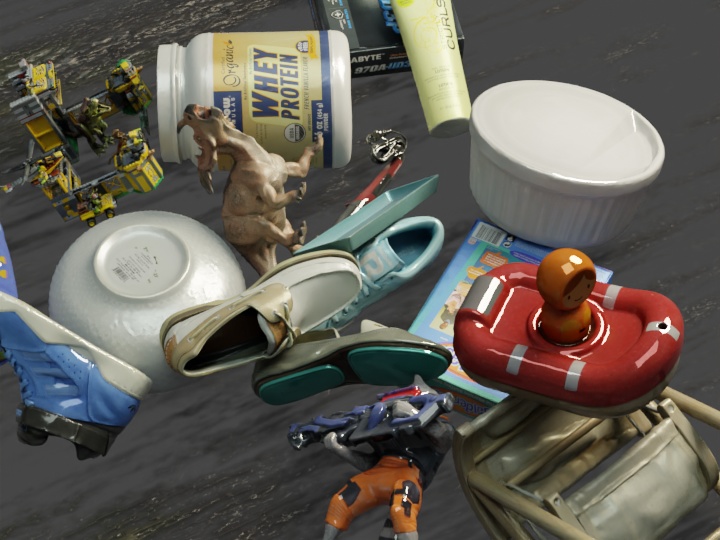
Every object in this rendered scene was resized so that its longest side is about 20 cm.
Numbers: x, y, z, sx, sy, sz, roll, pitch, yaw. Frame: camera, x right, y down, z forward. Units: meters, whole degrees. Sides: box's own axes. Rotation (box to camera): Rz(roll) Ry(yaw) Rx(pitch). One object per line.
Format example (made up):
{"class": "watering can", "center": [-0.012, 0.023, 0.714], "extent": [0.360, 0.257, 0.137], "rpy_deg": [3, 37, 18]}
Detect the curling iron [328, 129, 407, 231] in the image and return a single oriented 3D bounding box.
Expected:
{"class": "curling iron", "center": [-0.007, -0.074, 1.681], "extent": [0.050, 0.026, 0.201], "rpy_deg": [42, 57, -15]}

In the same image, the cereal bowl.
{"class": "cereal bowl", "center": [-0.208, 0.016, 1.572], "extent": [0.198, 0.084, 0.201], "rpy_deg": [1, 51, -1]}

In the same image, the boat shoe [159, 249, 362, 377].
{"class": "boat shoe", "center": [-0.085, 0.048, 1.488], "extent": [0.199, 0.075, 0.068], "rpy_deg": [-25, 30, -5]}

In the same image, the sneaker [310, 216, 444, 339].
{"class": "sneaker", "center": [0.000, 0.000, 1.578], "extent": [0.199, 0.082, 0.074], "rpy_deg": [-36, 80, -26]}

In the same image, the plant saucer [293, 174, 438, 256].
{"class": "plant saucer", "center": [0.011, -0.050, 1.599], "extent": [0.070, 0.019, 0.200], "rpy_deg": [-17, 10, 34]}

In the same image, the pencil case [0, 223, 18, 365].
{"class": "pencil case", "center": [-0.385, 0.003, 1.579], "extent": [0.086, 0.078, 0.201], "rpy_deg": [13, 41, -35]}

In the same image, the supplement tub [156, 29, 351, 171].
{"class": "supplement tub", "center": [-0.110, -0.177, 1.690], "extent": [0.198, 0.145, 0.145], "rpy_deg": [-2, 51, -3]}

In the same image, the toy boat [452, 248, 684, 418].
{"class": "toy boat", "center": [0.178, 0.037, 1.381], "extent": [0.198, 0.131, 0.131], "rpy_deg": [14, 48, 20]}

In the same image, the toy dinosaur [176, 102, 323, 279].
{"class": "toy dinosaur", "center": [-0.111, -0.069, 1.596], "extent": [0.134, 0.202, 0.086], "rpy_deg": [3, 14, 13]}

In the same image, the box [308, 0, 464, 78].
{"class": "box", "center": [0.022, -0.310, 1.864], "extent": [0.157, 0.046, 0.201], "rpy_deg": [-7, 52, -7]}

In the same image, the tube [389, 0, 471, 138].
{"class": "tube", "center": [0.077, -0.245, 1.767], "extent": [0.058, 0.052, 0.202], "rpy_deg": [7, 64, -45]}

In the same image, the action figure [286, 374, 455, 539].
{"class": "action figure", "center": [0.014, 0.182, 1.441], "extent": [0.199, 0.105, 0.194], "rpy_deg": [-9, 44, 48]}

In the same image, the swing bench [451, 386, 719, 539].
{"class": "swing bench", "center": [0.217, 0.178, 1.419], "extent": [0.198, 0.130, 0.200], "rpy_deg": [-32, 51, -23]}

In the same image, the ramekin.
{"class": "ramekin", "center": [0.202, -0.104, 1.643], "extent": [0.200, 0.095, 0.203], "rpy_deg": [7, 34, -5]}

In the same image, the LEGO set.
{"class": "LEGO set", "center": [-0.288, -0.155, 1.654], "extent": [0.153, 0.116, 0.201], "rpy_deg": [-18, 45, 13]}

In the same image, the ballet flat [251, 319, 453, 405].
{"class": "ballet flat", "center": [-0.010, 0.076, 1.504], "extent": [0.198, 0.068, 0.064], "rpy_deg": [-12, 48, 18]}

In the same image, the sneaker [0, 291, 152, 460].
{"class": "sneaker", "center": [-0.300, 0.098, 1.468], "extent": [0.199, 0.077, 0.112], "rpy_deg": [32, 84, -12]}

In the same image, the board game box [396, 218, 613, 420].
{"class": "board game box", "center": [0.138, 0.055, 1.569], "extent": [0.151, 0.045, 0.200], "rpy_deg": [23, 54, 17]}
